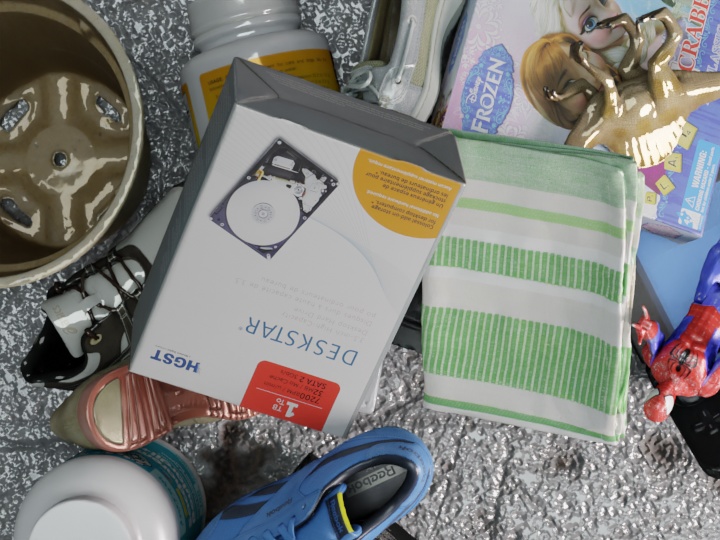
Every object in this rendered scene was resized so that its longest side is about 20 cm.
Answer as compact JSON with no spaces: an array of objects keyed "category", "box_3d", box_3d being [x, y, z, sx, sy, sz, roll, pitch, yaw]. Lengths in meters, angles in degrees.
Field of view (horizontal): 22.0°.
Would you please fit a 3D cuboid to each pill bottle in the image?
[{"category":"pill bottle","box_3d":[-0.062,-0.094,1.286,0.108,0.109,0.202,-13,88,3]},{"category":"pill bottle","box_3d":[-0.170,0.175,1.256,0.110,0.200,0.112,0,92,3]}]

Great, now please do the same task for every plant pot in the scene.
[{"category":"plant pot","box_3d":[-0.225,-0.085,1.256,0.199,0.183,0.202,0,88,6]}]

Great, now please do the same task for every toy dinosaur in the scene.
[{"category":"toy dinosaur","box_3d":[0.194,-0.121,1.233,0.199,0.058,0.102,-22,105,-8]}]

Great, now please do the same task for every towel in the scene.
[{"category":"towel","box_3d":[0.108,0.012,1.216,0.151,0.023,0.202,9,115,22]}]

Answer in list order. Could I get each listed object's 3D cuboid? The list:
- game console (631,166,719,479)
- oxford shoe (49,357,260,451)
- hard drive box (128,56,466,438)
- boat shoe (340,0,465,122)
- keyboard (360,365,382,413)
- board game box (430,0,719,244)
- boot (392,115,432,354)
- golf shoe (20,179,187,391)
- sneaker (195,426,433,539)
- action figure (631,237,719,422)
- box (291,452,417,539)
[{"category":"game console","box_3d":[0.282,0.015,1.269,0.199,0.176,0.117,-28,126,4]},{"category":"oxford shoe","box_3d":[-0.126,0.076,1.287,0.199,0.074,0.071,-12,91,-42]},{"category":"hard drive box","box_3d":[-0.043,-0.012,1.181,0.155,0.077,0.201,17,117,-13]},{"category":"boat shoe","box_3d":[0.020,-0.149,1.247,0.064,0.074,0.203,26,77,-22]},{"category":"keyboard","box_3d":[0.000,0.000,1.339,0.056,0.011,0.202,10,92,-2]},{"category":"board game box","box_3d":[0.162,-0.144,1.268,0.198,0.041,0.202,17,80,-11]},{"category":"boot","box_3d":[0.106,-0.011,1.297,0.199,0.076,0.169,17,94,6]},{"category":"golf shoe","box_3d":[-0.161,0.019,1.264,0.078,0.094,0.200,50,124,21]},{"category":"sneaker","box_3d":[-0.042,0.166,1.188,0.199,0.078,0.066,-33,92,4]},{"category":"action figure","box_3d":[0.239,0.008,1.222,0.065,0.099,0.201,28,82,16]},{"category":"box","box_3d":[-0.046,0.255,1.289,0.148,0.124,0.200,40,94,1]}]
